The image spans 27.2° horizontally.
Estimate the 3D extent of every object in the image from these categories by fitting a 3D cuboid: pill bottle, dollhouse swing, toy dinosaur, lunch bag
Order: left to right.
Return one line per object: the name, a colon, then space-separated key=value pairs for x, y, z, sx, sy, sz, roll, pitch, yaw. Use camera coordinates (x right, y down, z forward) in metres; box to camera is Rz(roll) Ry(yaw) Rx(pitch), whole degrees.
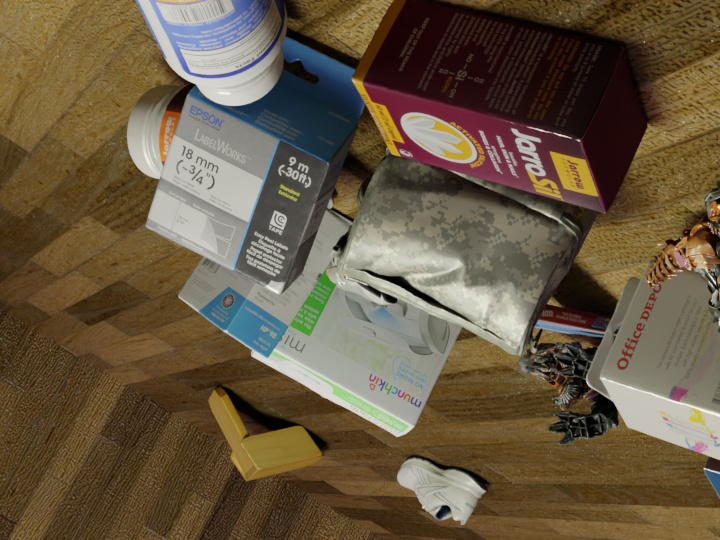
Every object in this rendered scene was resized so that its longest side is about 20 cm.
pill bottle: x=-0.120 y=-0.219 z=1.200 sx=0.111 sy=0.113 sz=0.200 roll=22 pitch=162 yaw=17
pill bottle: x=-0.131 y=-0.127 z=1.470 sx=0.199 sy=0.115 sz=0.114 roll=12 pitch=157 yaw=40
dollhouse swing: x=-0.185 y=0.304 z=2.896 sx=0.180 sy=0.178 sz=0.200 roll=-12 pitch=168 yaw=-13
lunch bag: x=0.093 y=-0.036 z=1.295 sx=0.198 sy=0.169 sz=0.140 roll=26 pitch=162 yaw=7
toy dinosaur: x=0.260 y=0.111 z=1.578 sx=0.198 sy=0.103 sz=0.135 roll=-14 pitch=-176 yaw=33
toy dinosaur: x=0.311 y=-0.009 z=1.213 sx=0.136 sy=0.102 sz=0.200 roll=56 pitch=171 yaw=-11

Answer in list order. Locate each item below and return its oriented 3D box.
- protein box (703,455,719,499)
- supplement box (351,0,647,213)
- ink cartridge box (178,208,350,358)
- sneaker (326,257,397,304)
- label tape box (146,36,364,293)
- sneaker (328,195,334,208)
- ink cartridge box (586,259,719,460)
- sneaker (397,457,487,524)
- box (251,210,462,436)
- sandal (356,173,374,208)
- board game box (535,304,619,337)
protein box: x=0.467 y=0.199 z=1.445 sx=0.198 sy=0.136 sz=0.199 roll=16 pitch=159 yaw=34
supplement box: x=0.108 y=-0.129 z=1.149 sx=0.198 sy=0.086 sz=0.111 roll=18 pitch=160 yaw=28
ink cartridge box: x=-0.087 y=-0.026 z=1.519 sx=0.067 sy=0.201 sz=0.116 roll=35 pitch=177 yaw=-36
sneaker: x=0.000 y=0.000 z=1.544 sx=0.091 sy=0.077 sz=0.200 roll=-8 pitch=179 yaw=17
label tape box: x=-0.092 y=-0.103 z=1.323 sx=0.143 sy=0.202 sz=0.063 roll=26 pitch=-157 yaw=10
sneaker: x=-0.137 y=-0.080 z=1.606 sx=0.198 sy=0.116 sz=0.078 roll=27 pitch=163 yaw=3
ink cartridge box: x=0.322 y=0.089 z=1.368 sx=0.198 sy=0.129 sz=0.125 roll=18 pitch=160 yaw=31
sneaker: x=0.125 y=0.376 z=2.542 sx=0.074 sy=0.088 sz=0.199 roll=36 pitch=162 yaw=-32
box: x=0.003 y=0.062 z=1.695 sx=0.199 sy=0.178 sz=0.097 roll=30 pitch=163 yaw=-4
sandal: x=0.095 y=-0.054 z=1.423 sx=0.199 sy=0.080 sz=0.058 roll=19 pitch=143 yaw=8
board game box: x=0.181 y=0.046 z=1.515 sx=0.198 sy=0.020 sz=0.102 roll=11 pitch=173 yaw=-36
